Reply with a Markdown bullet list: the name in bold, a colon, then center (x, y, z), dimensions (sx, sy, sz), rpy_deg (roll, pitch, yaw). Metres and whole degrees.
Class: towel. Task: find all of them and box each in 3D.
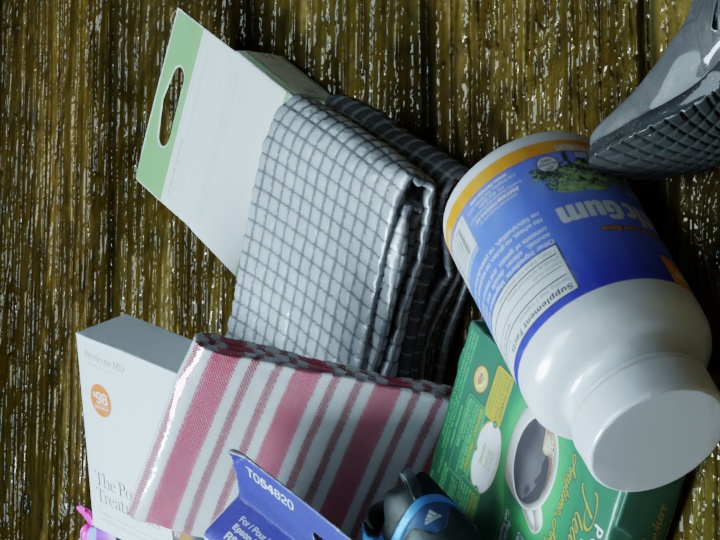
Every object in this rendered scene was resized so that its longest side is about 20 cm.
- **towel**: center (0.000, 0.000, 1.804), dimensions (0.166, 0.085, 0.200), rpy_deg (35, 121, 48)
- **towel**: center (-0.035, 0.116, 1.734), dimensions (0.030, 0.200, 0.146), rpy_deg (-104, 32, -55)

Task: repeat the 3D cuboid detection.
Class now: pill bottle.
- **pill bottle**: center (0.130, 0.024, 1.543), dimensions (0.112, 0.112, 0.200), rpy_deg (-63, 37, 34)

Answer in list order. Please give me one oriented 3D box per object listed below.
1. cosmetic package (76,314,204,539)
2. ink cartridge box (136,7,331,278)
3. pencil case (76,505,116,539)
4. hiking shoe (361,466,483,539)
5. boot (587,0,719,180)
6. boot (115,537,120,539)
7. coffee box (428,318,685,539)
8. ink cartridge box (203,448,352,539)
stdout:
- **cosmetic package**: center (-0.108, 0.128, 1.852), dimensions (0.200, 0.052, 0.151), rpy_deg (19, 118, 44)
- **ink cartridge box**: center (-0.093, -0.094, 2.019), dimensions (0.200, 0.048, 0.146), rpy_deg (43, 122, 55)
- **pencil case**: center (-0.181, 0.279, 2.080), dimensions (0.088, 0.088, 0.200), rpy_deg (4, 90, 60)
- **hiking shoe**: center (0.035, 0.181, 1.684), dimensions (0.087, 0.074, 0.200), rpy_deg (63, 158, 13)
- **boot**: center (0.196, -0.142, 1.513), dimensions (0.200, 0.070, 0.132), rpy_deg (-34, 53, 41)
- **boot**: center (-0.105, 0.149, 1.969), dimensions (0.200, 0.076, 0.168), rpy_deg (45, 128, 45)
- **coffee box**: center (0.111, 0.126, 1.627), dimensions (0.200, 0.044, 0.123), rpy_deg (44, 125, 54)
- **ink cartridge box**: center (-0.015, 0.230, 1.682), dimensions (0.200, 0.041, 0.200), rpy_deg (35, 150, 35)
